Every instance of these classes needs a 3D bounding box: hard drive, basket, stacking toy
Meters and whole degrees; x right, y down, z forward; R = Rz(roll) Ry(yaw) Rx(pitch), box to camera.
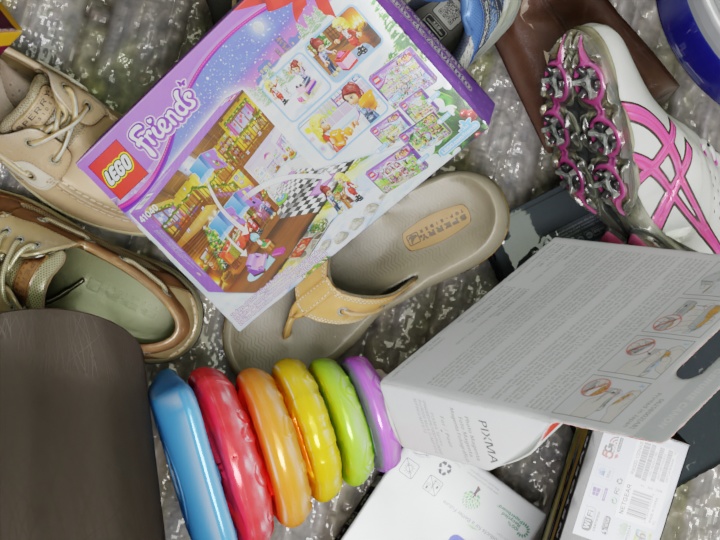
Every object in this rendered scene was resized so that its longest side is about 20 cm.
[{"bbox_3d":[0.178,0.033,0.872,0.138,0.033,0.202,-26,86,-9],"label":"hard drive"},{"bbox_3d":[-0.168,0.135,0.720,0.135,0.180,0.202,14,51,-30],"label":"basket"},{"bbox_3d":[-0.016,0.088,0.804,0.198,0.116,0.111,-18,96,-14],"label":"stacking toy"}]

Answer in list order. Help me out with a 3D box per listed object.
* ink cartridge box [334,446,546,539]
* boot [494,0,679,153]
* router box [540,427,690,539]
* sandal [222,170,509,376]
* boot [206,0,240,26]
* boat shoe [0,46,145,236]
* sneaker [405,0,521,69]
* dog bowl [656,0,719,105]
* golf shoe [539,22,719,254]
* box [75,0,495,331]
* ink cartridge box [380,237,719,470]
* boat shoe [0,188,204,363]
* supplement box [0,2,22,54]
[{"bbox_3d":[0.017,0.202,0.831,0.099,0.039,0.201,36,79,-2],"label":"ink cartridge box"},{"bbox_3d":[0.080,-0.140,0.856,0.185,0.064,0.201,-29,83,-5],"label":"boot"},{"bbox_3d":[0.123,0.175,0.767,0.052,0.157,0.202,17,91,7],"label":"router box"},{"bbox_3d":[0.000,0.000,0.836,0.199,0.054,0.081,-29,86,4],"label":"sandal"},{"bbox_3d":[-0.102,-0.187,0.836,0.137,0.077,0.203,-3,79,27],"label":"boot"},{"bbox_3d":[-0.192,-0.085,0.825,0.199,0.065,0.072,30,81,-2],"label":"boat shoe"},{"bbox_3d":[0.010,-0.106,0.808,0.077,0.085,0.200,38,117,0],"label":"sneaker"},{"bbox_3d":[0.296,-0.194,0.891,0.197,0.079,0.203,1,83,-6],"label":"dog bowl"},{"bbox_3d":[0.169,-0.060,0.814,0.092,0.072,0.202,-34,116,-21],"label":"golf shoe"},{"bbox_3d":[-0.043,-0.075,0.760,0.199,0.039,0.137,-38,104,25],"label":"box"},{"bbox_3d":[0.129,0.047,0.722,0.162,0.199,0.058,-36,120,-31],"label":"ink cartridge box"},{"bbox_3d":[-0.187,0.000,0.808,0.198,0.074,0.077,17,90,-5],"label":"boat shoe"},{"bbox_3d":[-0.303,-0.110,0.764,0.199,0.086,0.111,-39,89,19],"label":"supplement box"}]
